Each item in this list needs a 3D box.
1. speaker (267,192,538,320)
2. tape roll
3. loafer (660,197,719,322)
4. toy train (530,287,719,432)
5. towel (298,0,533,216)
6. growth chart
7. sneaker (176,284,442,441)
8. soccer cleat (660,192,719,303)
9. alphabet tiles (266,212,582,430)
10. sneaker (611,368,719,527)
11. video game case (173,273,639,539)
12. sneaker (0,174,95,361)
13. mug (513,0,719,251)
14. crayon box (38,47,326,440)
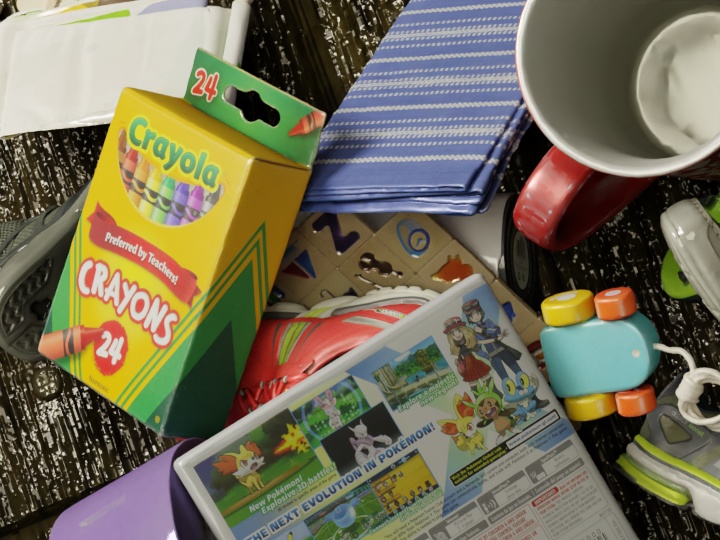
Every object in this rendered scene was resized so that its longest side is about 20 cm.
[{"bbox_3d":[0.000,0.000,1.630,0.199,0.081,0.082,-4,86,18],"label":"speaker"},{"bbox_3d":[-0.082,0.200,1.523,0.085,0.200,0.201,-31,79,16],"label":"tape roll"},{"bbox_3d":[0.241,0.020,1.513,0.070,0.070,0.200,-42,121,13],"label":"loafer"},{"bbox_3d":[0.127,0.098,1.548,0.150,0.056,0.200,41,118,7],"label":"toy train"},{"bbox_3d":[0.054,-0.105,1.566,0.144,0.024,0.200,0,45,40],"label":"towel"},{"bbox_3d":[-0.158,-0.131,1.685,0.199,0.018,0.145,-3,49,19],"label":"growth chart"},{"bbox_3d":[-0.036,0.061,1.570,0.199,0.085,0.077,-18,112,24],"label":"sneaker"},{"bbox_3d":[0.259,-0.031,1.554,0.200,0.081,0.068,-35,41,31],"label":"soccer cleat"},{"bbox_3d":[0.025,0.051,1.602,0.200,0.006,0.166,42,121,-9],"label":"alphabet tiles"},{"bbox_3d":[0.244,0.118,1.551,0.199,0.074,0.081,22,92,16],"label":"sneaker"},{"bbox_3d":[0.028,0.130,1.492,0.199,0.022,0.183,-31,93,-10],"label":"video game case"},{"bbox_3d":[-0.163,-0.028,1.688,0.199,0.114,0.076,-46,113,-14],"label":"sneaker"},{"bbox_3d":[0.157,-0.102,1.520,0.177,0.200,0.134,-26,80,16],"label":"mug"},{"bbox_3d":[-0.104,-0.019,1.570,0.127,0.051,0.201,28,104,43],"label":"crayon box"}]
